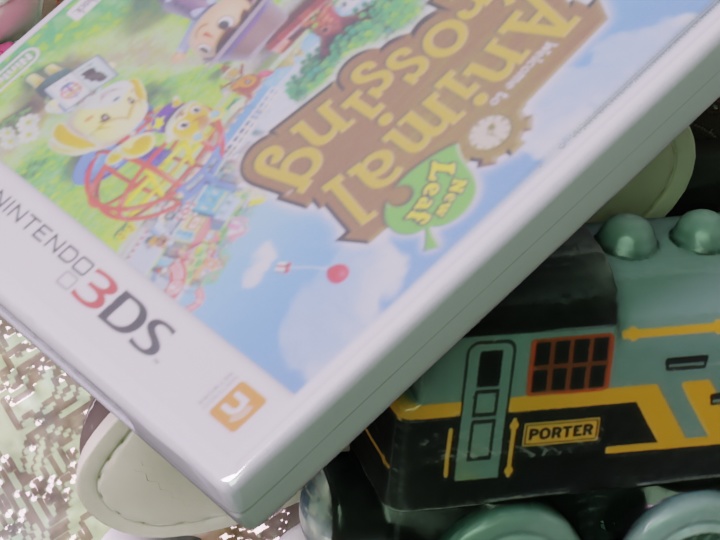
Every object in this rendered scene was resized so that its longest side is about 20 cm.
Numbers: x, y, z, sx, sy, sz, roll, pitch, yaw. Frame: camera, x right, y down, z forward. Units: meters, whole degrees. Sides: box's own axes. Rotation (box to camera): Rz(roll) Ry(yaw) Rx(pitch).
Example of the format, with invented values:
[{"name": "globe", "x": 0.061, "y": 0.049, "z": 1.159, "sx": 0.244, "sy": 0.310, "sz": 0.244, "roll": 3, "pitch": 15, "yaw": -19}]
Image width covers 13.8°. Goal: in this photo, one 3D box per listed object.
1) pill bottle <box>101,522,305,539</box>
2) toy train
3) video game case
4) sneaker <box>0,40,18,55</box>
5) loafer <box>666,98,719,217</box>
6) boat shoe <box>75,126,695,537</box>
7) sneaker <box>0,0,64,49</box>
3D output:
[{"name": "pill bottle", "x": 0.017, "y": 0.135, "z": 0.854, "sx": 0.199, "sy": 0.120, "sz": 0.120, "roll": 11, "pitch": 87, "yaw": 9}, {"name": "toy train", "x": 0.081, "y": 0.036, "z": 0.802, "sx": 0.199, "sy": 0.085, "sz": 0.115, "roll": -4, "pitch": 120, "yaw": -16}, {"name": "video game case", "x": -0.011, "y": -0.047, "z": 0.781, "sx": 0.200, "sy": 0.022, "sz": 0.182, "roll": -42, "pitch": 46, "yaw": -13}, {"name": "sneaker", "x": -0.034, "y": -0.046, "z": 0.878, "sx": 0.199, "sy": 0.088, "sz": 0.074, "roll": -24, "pitch": 40, "yaw": 16}, {"name": "loafer", "x": 0.089, "y": -0.022, "z": 0.893, "sx": 0.199, "sy": 0.071, "sz": 0.073, "roll": 3, "pitch": 119, "yaw": 18}, {"name": "boat shoe", "x": 0.000, "y": 0.000, "z": 0.834, "sx": 0.200, "sy": 0.072, "sz": 0.060, "roll": -37, "pitch": 42, "yaw": 12}, {"name": "sneaker", "x": -0.185, "y": -0.086, "z": 0.914, "sx": 0.199, "sy": 0.099, "sz": 0.078, "roll": -8, "pitch": 84, "yaw": 8}]
